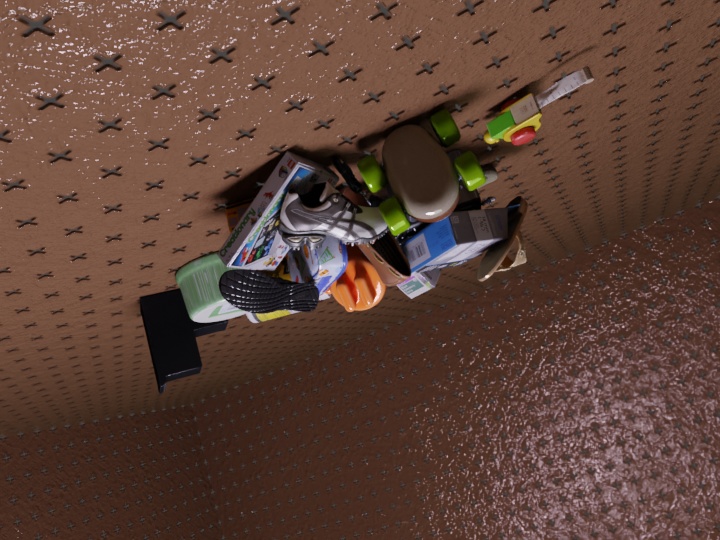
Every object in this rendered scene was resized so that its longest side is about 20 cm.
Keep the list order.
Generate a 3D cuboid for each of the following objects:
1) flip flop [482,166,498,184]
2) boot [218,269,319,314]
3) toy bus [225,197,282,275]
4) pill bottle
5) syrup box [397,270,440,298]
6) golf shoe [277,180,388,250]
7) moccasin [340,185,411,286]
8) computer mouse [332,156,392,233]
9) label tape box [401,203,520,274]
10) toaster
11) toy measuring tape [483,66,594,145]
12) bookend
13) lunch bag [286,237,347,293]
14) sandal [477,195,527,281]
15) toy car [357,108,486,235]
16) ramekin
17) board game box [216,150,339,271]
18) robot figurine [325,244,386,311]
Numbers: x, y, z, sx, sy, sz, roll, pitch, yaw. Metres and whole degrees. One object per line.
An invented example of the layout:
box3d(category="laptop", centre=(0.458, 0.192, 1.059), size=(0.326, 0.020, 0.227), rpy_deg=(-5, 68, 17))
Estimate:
box3d(category="flip flop", centre=(0.208, -0.154, 1.369), size=(0.197, 0.059, 0.080), rpy_deg=(-26, 165, 29))
box3d(category="boot", centre=(-0.182, 0.040, 1.132), size=(0.197, 0.072, 0.130), rpy_deg=(16, 173, -38))
box3d(category="toy bus", centre=(-0.184, -0.051, 1.147), size=(0.064, 0.080, 0.201), rpy_deg=(-17, 152, -4))
box3d(category="pill bottle", centre=(-0.173, 0.045, 1.499), size=(0.195, 0.115, 0.112), rpy_deg=(-15, 168, 7))
box3d(category="syrup box", centre=(0.142, -0.043, 1.444), size=(0.078, 0.081, 0.202), rpy_deg=(-31, -154, 45))
box3d(category="golf shoe", centre=(-0.032, -0.091, 0.999), size=(0.196, 0.097, 0.078), rpy_deg=(-10, -150, -30))
box3d(category="moccasin", centre=(0.025, -0.065, 1.167), size=(0.073, 0.204, 0.077), rpy_deg=(-30, -177, -33))
box3d(category="computer mouse", centre=(0.019, -0.128, 1.080), size=(0.034, 0.059, 0.200), rpy_deg=(-35, 135, 13))
box3d(category="label tape box", centre=(0.196, -0.058, 1.194), size=(0.196, 0.065, 0.144), rpy_deg=(-9, 165, -35))
box3d(category="toaster", centre=(0.142, -0.128, 1.241), size=(0.196, 0.121, 0.181), rpy_deg=(-19, 168, 3))
box3d(category="toy measuring tape", centre=(0.284, -0.257, 1.026), size=(0.198, 0.075, 0.073), rpy_deg=(-27, 165, 36))
box3d(category="bookend", centre=(-0.381, 0.146, 1.460), size=(0.196, 0.203, 0.092), rpy_deg=(-13, 165, -23))
box3d(category="lunch bag", centre=(-0.087, -0.039, 1.192), size=(0.074, 0.164, 0.200), rpy_deg=(-11, 165, -22))
box3d(category="sandal", centre=(0.287, -0.045, 1.200), size=(0.077, 0.069, 0.214), rpy_deg=(-35, -158, 52))
box3d(category="toy car", centre=(0.110, -0.133, 1.050), size=(0.162, 0.160, 0.200), rpy_deg=(-29, 160, 7))
box3d(category="ramekin", centre=(-0.285, 0.036, 1.365), size=(0.195, 0.100, 0.200), rpy_deg=(-17, 167, -4))
box3d(category="board game box", centre=(-0.128, -0.087, 1.024), size=(0.201, 0.035, 0.126), rpy_deg=(-52, 156, 15))
box3d(category="robot figurine", centre=(0.002, 0.000, 1.280), size=(0.145, 0.115, 0.201), rpy_deg=(-57, -170, 27))
